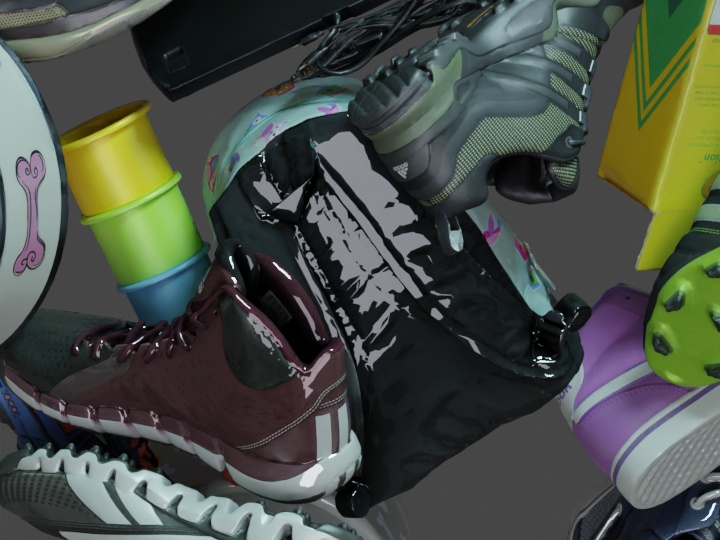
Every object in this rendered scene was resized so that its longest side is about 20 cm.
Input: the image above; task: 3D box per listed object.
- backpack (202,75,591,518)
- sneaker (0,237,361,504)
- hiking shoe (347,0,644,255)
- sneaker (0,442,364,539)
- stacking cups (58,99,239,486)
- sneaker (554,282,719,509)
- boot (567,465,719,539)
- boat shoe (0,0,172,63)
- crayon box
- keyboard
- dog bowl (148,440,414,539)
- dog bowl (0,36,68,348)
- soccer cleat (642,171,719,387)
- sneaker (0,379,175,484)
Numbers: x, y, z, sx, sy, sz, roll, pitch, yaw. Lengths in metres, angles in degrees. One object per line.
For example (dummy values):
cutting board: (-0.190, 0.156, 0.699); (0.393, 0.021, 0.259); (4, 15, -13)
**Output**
backpack: (0.000, 0.000, 1.414); (0.167, 0.127, 0.200); (-35, 110, 0)
sneaker: (-0.086, 0.026, 1.336); (0.199, 0.076, 0.116); (18, 126, 20)
hiking shoe: (0.080, -0.085, 1.373); (0.200, 0.076, 0.101); (-36, 104, -36)
sneaker: (-0.099, 0.141, 1.328); (0.199, 0.066, 0.091); (14, 75, 24)
stacking cups: (-0.094, 0.014, 1.431); (0.060, 0.061, 0.201); (-23, 105, 4)
sneaker: (0.191, 0.028, 1.465); (0.200, 0.114, 0.073); (-28, 143, -14)
boot: (0.199, 0.112, 1.499); (0.073, 0.090, 0.200); (41, 103, -19)
boat shoe: (-0.170, -0.142, 1.366); (0.199, 0.075, 0.074); (-20, 113, 1)
crayon box: (0.196, -0.100, 1.409); (0.127, 0.051, 0.201); (0, 114, -35)
keyboard: (-0.013, -0.132, 1.382); (0.199, 0.104, 0.040); (-25, 140, 5)
dog bowl: (-0.064, 0.179, 1.517); (0.199, 0.059, 0.201); (-2, 112, -5)
dog bowl: (-0.244, -0.036, 1.333); (0.199, 0.074, 0.201); (4, 104, 17)
soccer cleat: (0.199, -0.029, 1.374); (0.067, 0.081, 0.200); (25, 122, 0)
sneaker: (-0.144, 0.069, 1.430); (0.200, 0.075, 0.078); (43, 90, 3)
